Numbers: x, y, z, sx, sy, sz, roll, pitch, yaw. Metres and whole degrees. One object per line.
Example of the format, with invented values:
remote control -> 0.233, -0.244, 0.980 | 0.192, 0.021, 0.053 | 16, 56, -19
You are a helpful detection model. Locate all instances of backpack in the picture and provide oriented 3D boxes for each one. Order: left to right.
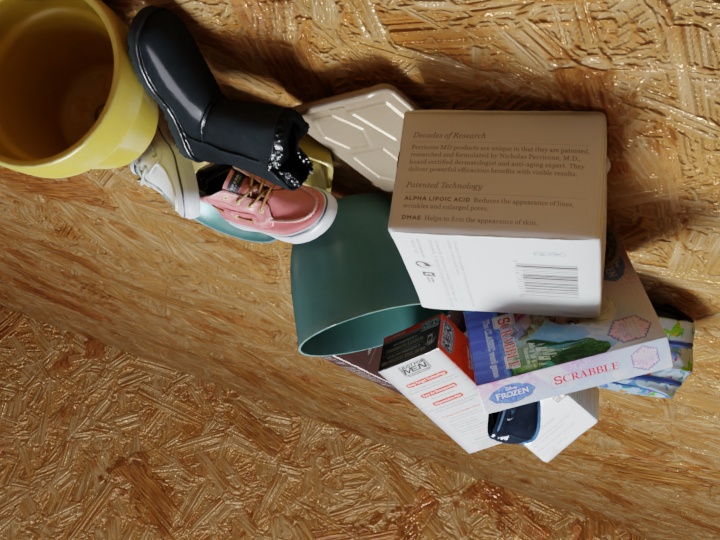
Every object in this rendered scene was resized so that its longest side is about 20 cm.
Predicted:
backpack -> 0.319, 0.089, 1.255 | 0.197, 0.156, 0.163 | -7, 175, 0

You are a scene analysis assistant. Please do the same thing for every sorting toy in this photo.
sorting toy -> 0.032, -0.145, 1.089 | 0.199, 0.037, 0.184 | 29, 162, -35

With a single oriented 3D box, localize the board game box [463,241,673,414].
board game box -> 0.214, 0.057, 1.085 | 0.197, 0.201, 0.042 | -16, 119, 8

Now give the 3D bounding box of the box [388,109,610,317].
box -> 0.145, -0.052, 0.996 | 0.197, 0.133, 0.199 | 3, 157, 15

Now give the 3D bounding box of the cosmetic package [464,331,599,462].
cosmetic package -> 0.223, 0.155, 1.380 | 0.199, 0.081, 0.113 | 37, 121, -9

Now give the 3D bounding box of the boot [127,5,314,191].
boot -> -0.138, -0.179, 1.042 | 0.166, 0.077, 0.202 | 16, 144, 30

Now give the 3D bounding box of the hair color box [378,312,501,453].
hair color box -> 0.124, 0.150, 1.291 | 0.101, 0.062, 0.200 | -24, 126, 33

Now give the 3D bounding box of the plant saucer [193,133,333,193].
plant saucer -> -0.122, -0.144, 1.241 | 0.197, 0.049, 0.200 | 20, 162, 2

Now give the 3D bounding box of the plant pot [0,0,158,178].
plant pot -> -0.318, -0.194, 1.112 | 0.198, 0.204, 0.189 | 17, 178, 13

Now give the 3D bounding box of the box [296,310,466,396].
box -> 0.036, 0.080, 1.485 | 0.198, 0.166, 0.166 | 26, 172, -14

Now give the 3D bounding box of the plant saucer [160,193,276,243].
plant saucer -> -0.205, -0.104, 1.480 | 0.197, 0.036, 0.200 | 20, 162, 7

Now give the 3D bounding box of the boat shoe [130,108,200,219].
boat shoe -> -0.250, -0.127, 1.231 | 0.066, 0.201, 0.074 | -12, 131, -19

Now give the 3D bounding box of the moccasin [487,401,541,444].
moccasin -> 0.181, 0.110, 1.225 | 0.067, 0.203, 0.080 | 0, 166, -15

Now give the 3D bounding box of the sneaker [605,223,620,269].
sneaker -> 0.202, -0.049, 1.139 | 0.197, 0.071, 0.075 | 19, -178, 20

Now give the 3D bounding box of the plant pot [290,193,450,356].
plant pot -> 0.000, 0.000, 1.264 | 0.197, 0.163, 0.201 | -13, 165, -4

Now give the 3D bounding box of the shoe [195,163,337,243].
shoe -> -0.123, -0.087, 1.210 | 0.198, 0.072, 0.091 | 9, 162, 45
